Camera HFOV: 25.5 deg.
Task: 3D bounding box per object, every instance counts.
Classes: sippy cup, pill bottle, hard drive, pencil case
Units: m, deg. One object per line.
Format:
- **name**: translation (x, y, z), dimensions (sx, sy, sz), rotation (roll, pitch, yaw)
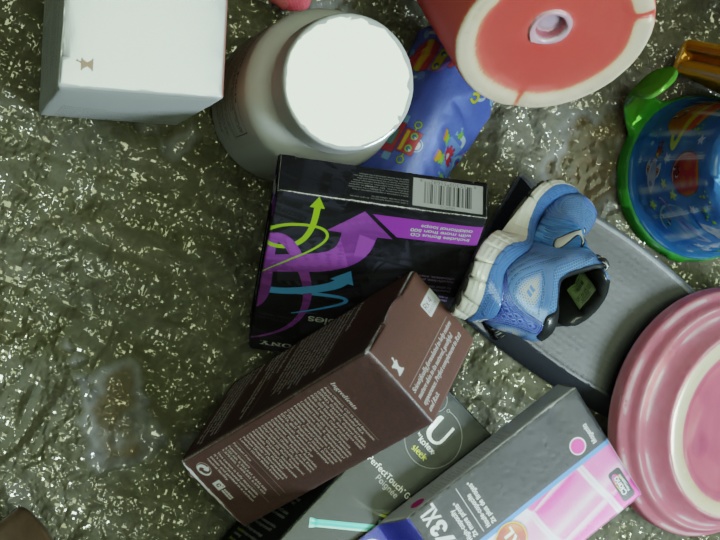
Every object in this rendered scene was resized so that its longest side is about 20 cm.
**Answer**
- **sippy cup**: translation (0.288, -0.075, 1.245), dimensions (0.177, 0.130, 0.141), rotation (12, 88, -16)
- **pill bottle**: translation (-0.033, -0.123, 1.119), dimensions (0.114, 0.200, 0.115), rotation (0, 91, -15)
- **hard drive**: translation (0.180, 0.027, 1.260), dimensions (0.199, 0.042, 0.135), rotation (34, 82, -13)
- **pencil case**: translation (0.041, -0.084, 1.205), dimensions (0.078, 0.087, 0.201), rotation (23, 82, 28)

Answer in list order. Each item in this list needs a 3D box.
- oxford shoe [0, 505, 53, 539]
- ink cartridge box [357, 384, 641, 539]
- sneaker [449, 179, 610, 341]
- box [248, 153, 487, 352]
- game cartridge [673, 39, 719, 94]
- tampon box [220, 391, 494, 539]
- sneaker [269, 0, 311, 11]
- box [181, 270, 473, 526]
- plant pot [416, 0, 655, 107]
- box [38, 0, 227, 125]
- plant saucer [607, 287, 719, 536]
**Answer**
- **oxford shoe**: translation (-0.310, 0.231, 1.121), dimensions (0.199, 0.073, 0.085), rotation (-28, 81, -15)
- **ink cartridge box**: translation (0.094, 0.176, 1.113), dimensions (0.200, 0.037, 0.095), rotation (-35, 99, -12)
- **sneaker**: translation (0.136, 0.001, 1.140), dimensions (0.089, 0.200, 0.079), rotation (30, 123, 10)
- **box**: translation (0.000, 0.000, 1.124), dimensions (0.142, 0.200, 0.036), rotation (7, 56, -5)
- **game cartridge**: translation (0.366, -0.122, 1.230), dimensions (0.199, 0.176, 0.033), rotation (19, 97, -23)
- **tampon box**: translation (0.016, 0.193, 1.173), dimensions (0.200, 0.126, 0.150), rotation (-46, 102, -11)
- **sneaker**: translation (-0.017, -0.280, 1.201), dimensions (0.200, 0.074, 0.087), rotation (-49, 115, -6)
- **box**: translation (-0.024, 0.092, 1.118), dimensions (0.075, 0.200, 0.100), rotation (47, 38, -11)
- **plant pot**: translation (0.117, -0.227, 1.124), dimensions (0.199, 0.201, 0.178), rotation (1, 51, -15)
- **box**: translation (-0.158, -0.185, 1.084), dimensions (0.106, 0.200, 0.153), rotation (3, 90, -15)
- **plant saucer**: translation (0.288, 0.116, 1.259), dimensions (0.199, 0.051, 0.202), rotation (-7, 103, -29)
